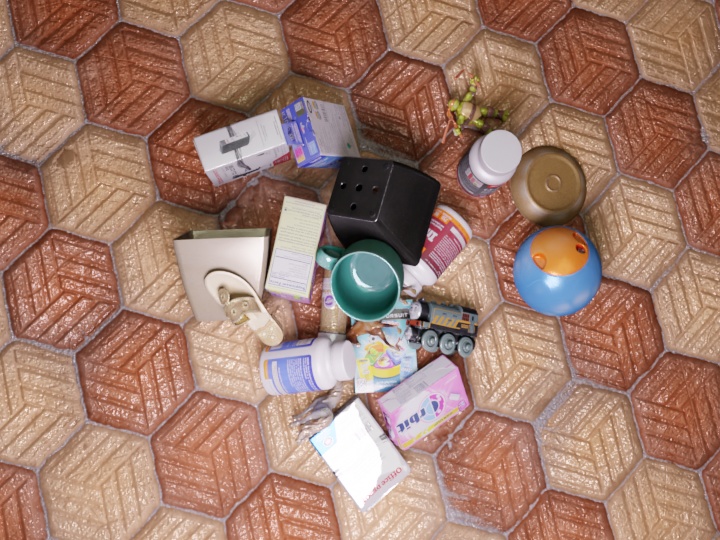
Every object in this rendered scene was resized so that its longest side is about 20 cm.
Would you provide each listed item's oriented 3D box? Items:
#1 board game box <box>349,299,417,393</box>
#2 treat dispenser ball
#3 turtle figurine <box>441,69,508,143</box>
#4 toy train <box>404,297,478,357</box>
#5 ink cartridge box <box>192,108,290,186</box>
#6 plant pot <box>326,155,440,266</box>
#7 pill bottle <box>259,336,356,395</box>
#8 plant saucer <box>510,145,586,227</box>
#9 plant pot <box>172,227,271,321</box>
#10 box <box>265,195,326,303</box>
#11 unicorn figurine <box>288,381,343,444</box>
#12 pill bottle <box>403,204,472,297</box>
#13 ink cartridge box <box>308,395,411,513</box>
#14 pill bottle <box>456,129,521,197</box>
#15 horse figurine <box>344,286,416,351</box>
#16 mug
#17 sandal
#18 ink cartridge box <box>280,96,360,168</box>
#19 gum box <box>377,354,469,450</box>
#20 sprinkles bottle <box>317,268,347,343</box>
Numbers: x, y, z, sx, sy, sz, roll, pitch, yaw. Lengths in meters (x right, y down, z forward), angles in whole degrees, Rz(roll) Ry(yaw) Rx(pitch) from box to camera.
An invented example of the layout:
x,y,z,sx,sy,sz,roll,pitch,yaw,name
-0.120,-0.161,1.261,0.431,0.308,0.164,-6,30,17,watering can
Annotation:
x,y,z,sx,sy,sz,roll,pitch,yaw,name
0.053,0.175,1.545,0.146,0.047,0.206,-3,84,-6,board game box
0.448,0.001,1.523,0.195,0.201,0.207,1,83,-5,treat dispenser ball
0.270,-0.370,1.618,0.158,0.064,0.205,22,73,-10,turtle figurine
0.186,0.130,1.520,0.196,0.085,0.117,13,81,-30,toy train
-0.264,-0.275,1.516,0.195,0.144,0.086,-19,85,-5,ink cartridge box
0.037,-0.146,1.471,0.196,0.177,0.205,12,79,31,plant pot
-0.113,0.207,1.460,0.195,0.112,0.115,-9,83,19,pill bottle
0.465,-0.209,1.631,0.194,0.035,0.206,1,84,-5,plant saucer
-0.291,0.008,1.466,0.194,0.200,0.182,-2,98,-5,plant pot
-0.139,-0.040,1.486,0.094,0.176,0.206,12,82,-2,box
-0.093,0.307,1.484,0.136,0.201,0.074,-34,116,6,unicorn figurine
0.159,-0.042,1.545,0.113,0.113,0.201,40,81,1,pill bottle
-0.003,0.408,1.494,0.145,0.084,0.202,-37,88,-8,ink cartridge box
0.295,-0.245,1.536,0.112,0.200,0.119,0,83,-4,pill bottle
0.048,0.087,1.491,0.130,0.050,0.205,14,87,32,horse figurine
0.011,0.000,1.408,0.149,0.115,0.188,-25,103,20,mug
-0.236,0.088,1.372,0.077,0.070,0.212,-38,113,12,sandal
-0.097,-0.308,1.510,0.075,0.198,0.140,-21,84,31,ink cartridge box
0.138,0.297,1.493,0.197,0.066,0.115,-31,121,-14,gum box
-0.059,0.072,1.536,0.066,0.068,0.206,5,83,-4,sprinkles bottle
